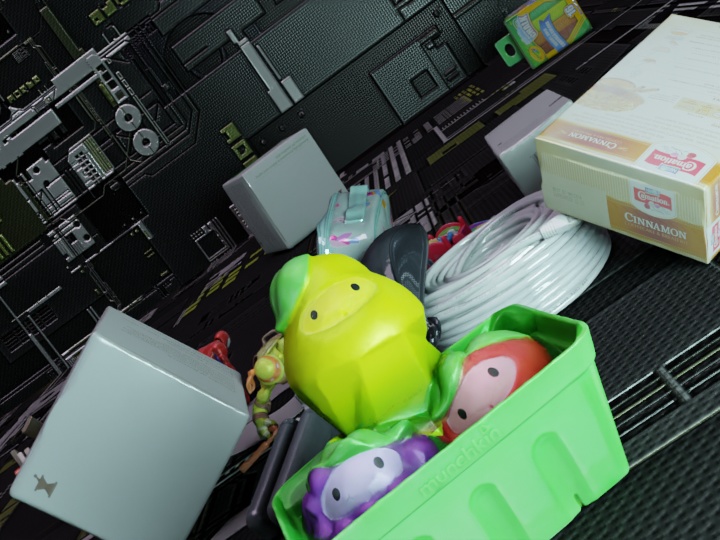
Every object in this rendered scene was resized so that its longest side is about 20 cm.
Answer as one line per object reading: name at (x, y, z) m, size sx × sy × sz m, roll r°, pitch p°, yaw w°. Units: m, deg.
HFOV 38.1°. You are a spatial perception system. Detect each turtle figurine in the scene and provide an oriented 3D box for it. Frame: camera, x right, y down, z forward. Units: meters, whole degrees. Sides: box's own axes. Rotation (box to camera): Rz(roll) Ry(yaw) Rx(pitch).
turtle figurine at (-0.083, 0.105, 1.104) m, size 0.161 × 0.064 × 0.203 m, roll -7°, pitch -65°, yaw -75°

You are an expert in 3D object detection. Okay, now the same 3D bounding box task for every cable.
cable at (0.134, -0.002, 0.958) m, size 0.199 × 0.070 × 0.200 m, roll -36°, pitch 10°, yaw 11°

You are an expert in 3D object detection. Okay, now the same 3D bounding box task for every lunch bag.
lunch bag at (0.000, 0.000, 1.103) m, size 0.076 × 0.163 × 0.200 m, roll -9°, pitch 18°, yaw 6°

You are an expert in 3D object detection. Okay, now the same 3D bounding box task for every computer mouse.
computer mouse at (0.023, 0.029, 0.919) m, size 0.202 × 0.052 × 0.139 m, roll -87°, pitch 18°, yaw -48°

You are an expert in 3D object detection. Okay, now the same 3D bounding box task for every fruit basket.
fruit basket at (0.025, 0.075, 0.608) m, size 0.215 × 0.217 × 0.155 m, roll -37°, pitch 10°, yaw -7°

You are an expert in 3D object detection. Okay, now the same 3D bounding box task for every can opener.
can opener at (-0.042, 0.151, 0.910) m, size 0.052 × 0.067 × 0.201 m, roll -31°, pitch 20°, yaw 33°

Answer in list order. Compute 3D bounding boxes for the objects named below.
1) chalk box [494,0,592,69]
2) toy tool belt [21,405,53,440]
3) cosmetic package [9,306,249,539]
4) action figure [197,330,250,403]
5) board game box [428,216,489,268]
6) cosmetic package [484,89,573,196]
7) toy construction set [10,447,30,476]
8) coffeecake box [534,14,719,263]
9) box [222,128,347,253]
chalk box at (0.393, -0.532, 2.302) m, size 0.199 × 0.125 × 0.124 m, roll -34°, pitch 10°, yaw 16°
toy tool belt at (-0.416, 0.225, 1.620) m, size 0.200 × 0.124 × 0.124 m, roll -43°, pitch 12°, yaw -34°
cosmetic package at (-0.222, 0.155, 1.030) m, size 0.169 × 0.165 × 0.200 m, roll -61°, pitch 11°, yaw 1°
action figure at (-0.181, 0.169, 1.299) m, size 0.065 × 0.099 × 0.202 m, roll -24°, pitch 38°, yaw 37°
board game box at (0.102, -0.031, 1.267) m, size 0.158 × 0.039 × 0.200 m, roll -40°, pitch 11°, yaw -18°
cosmetic package at (0.226, -0.158, 1.308) m, size 0.112 × 0.081 × 0.200 m, roll -37°, pitch 11°, yaw 8°
toy construction set at (-0.369, 0.236, 1.393) m, size 0.199 × 0.132 × 0.092 m, roll -36°, pitch 10°, yaw 0°
coffeecake box at (0.261, -0.113, 0.831) m, size 0.153 × 0.074 × 0.200 m, roll 25°, pitch 55°, yaw 41°
box at (-0.169, -0.177, 2.374) m, size 0.198 × 0.201 × 0.171 m, roll -38°, pitch 12°, yaw -21°
